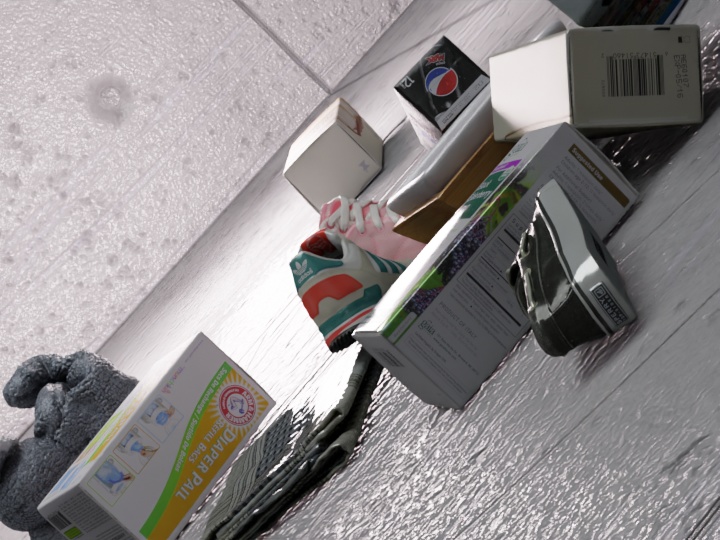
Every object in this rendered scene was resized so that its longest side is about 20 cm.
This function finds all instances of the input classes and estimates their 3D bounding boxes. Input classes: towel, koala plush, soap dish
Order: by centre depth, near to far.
[{"bbox_3d":[-0.060,0.145,1.525,0.192,0.035,0.200,-42,11,22],"label":"towel"},{"bbox_3d":[0.119,-0.106,1.602,0.200,0.081,0.157,-48,3,-15],"label":"soap dish"},{"bbox_3d":[-0.329,0.203,2.082,0.183,0.178,0.200,-18,24,50],"label":"koala plush"}]

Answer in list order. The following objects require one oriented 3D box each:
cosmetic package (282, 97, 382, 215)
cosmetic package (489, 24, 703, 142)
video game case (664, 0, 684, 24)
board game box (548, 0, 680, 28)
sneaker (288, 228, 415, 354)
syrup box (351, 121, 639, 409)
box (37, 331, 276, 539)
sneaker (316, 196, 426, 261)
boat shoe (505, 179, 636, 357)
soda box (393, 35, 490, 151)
[{"bbox_3d":[-0.034,-0.146,2.461,0.103,0.087,0.200,-44,10,9],"label":"cosmetic package"},{"bbox_3d":[0.172,-0.137,1.430,0.103,0.074,0.200,-3,1,-11],"label":"cosmetic package"},{"bbox_3d":[0.258,-0.247,1.799,0.182,0.022,0.200,-35,14,49],"label":"video game case"},{"bbox_3d":[0.209,-0.249,1.416,0.148,0.064,0.200,-54,-16,15],"label":"board game box"},{"bbox_3d":[0.000,0.000,1.590,0.070,0.094,0.200,-36,-2,23],"label":"sneaker"},{"bbox_3d":[0.093,-0.004,1.329,0.200,0.081,0.079,-50,11,-11],"label":"syrup box"},{"bbox_3d":[-0.186,0.170,1.769,0.200,0.101,0.112,-53,11,-34],"label":"box"},{"bbox_3d":[0.024,-0.039,1.714,0.200,0.105,0.075,-40,9,28],"label":"sneaker"},{"bbox_3d":[0.122,-0.002,1.205,0.064,0.071,0.200,-34,13,10],"label":"boat shoe"},{"bbox_3d":[0.087,-0.146,1.782,0.071,0.063,0.200,-46,-15,-1],"label":"soda box"}]
